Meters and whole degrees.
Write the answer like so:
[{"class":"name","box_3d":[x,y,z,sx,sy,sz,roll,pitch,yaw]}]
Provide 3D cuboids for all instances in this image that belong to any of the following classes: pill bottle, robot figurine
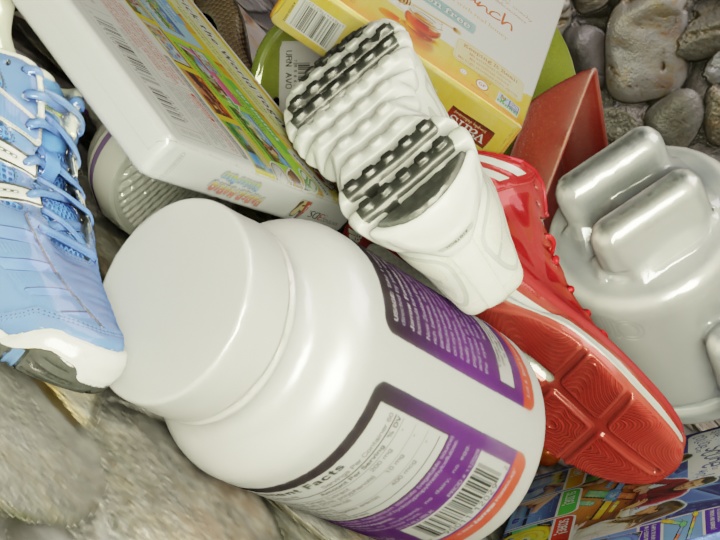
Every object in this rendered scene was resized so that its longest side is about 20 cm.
[{"class":"pill bottle","box_3d":[-0.015,0.045,0.654,0.199,0.111,0.112,31,19,-47]},{"class":"robot figurine","box_3d":[0.174,0.010,0.870,0.200,0.112,0.170,55,6,-45]}]

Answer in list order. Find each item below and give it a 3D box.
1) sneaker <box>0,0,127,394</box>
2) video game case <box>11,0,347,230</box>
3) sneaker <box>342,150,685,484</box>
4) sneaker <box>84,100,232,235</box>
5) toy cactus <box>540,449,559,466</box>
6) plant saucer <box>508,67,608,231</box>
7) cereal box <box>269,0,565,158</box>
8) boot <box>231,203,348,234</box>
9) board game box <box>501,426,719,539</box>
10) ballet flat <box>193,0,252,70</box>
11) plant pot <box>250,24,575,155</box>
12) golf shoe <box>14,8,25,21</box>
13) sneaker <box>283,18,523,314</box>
[{"class":"sneaker","box_3d":[-0.140,-0.039,0.596,0.201,0.077,0.076,54,14,27]},{"class":"video game case","box_3d":[-0.100,-0.105,0.699,0.200,0.023,0.182,51,14,20]},{"class":"sneaker","box_3d":[0.096,0.008,0.778,0.200,0.078,0.116,41,48,-2]},{"class":"sneaker","box_3d":[-0.121,-0.075,0.804,0.114,0.073,0.200,38,7,7]},{"class":"toy cactus","box_3d":[0.187,0.137,1.076,0.199,0.103,0.165,34,6,-12]},{"class":"plant saucer","box_3d":[0.100,0.002,0.932,0.036,0.201,0.200,18,-13,18]},{"class":"cereal box","box_3d":[0.042,-0.158,0.872,0.143,0.040,0.201,32,38,-7]},{"class":"boot","box_3d":[0.000,0.000,0.883,0.200,0.065,0.177,-22,96,-74]},{"class":"board game box","box_3d":[0.143,0.135,0.816,0.200,0.134,0.035,-33,105,-75]},{"class":"ballet flat","box_3d":[-0.101,-0.136,1.061,0.046,0.068,0.201,0,39,-23]},{"class":"plant pot","box_3d":[0.018,-0.105,0.962,0.187,0.187,0.199,49,20,16]},{"class":"golf shoe","box_3d":[-0.196,-0.173,0.873,0.199,0.078,0.088,29,-11,-28]},{"class":"sneaker","box_3d":[0.020,-0.050,0.712,0.081,0.075,0.201,47,12,-33]}]
